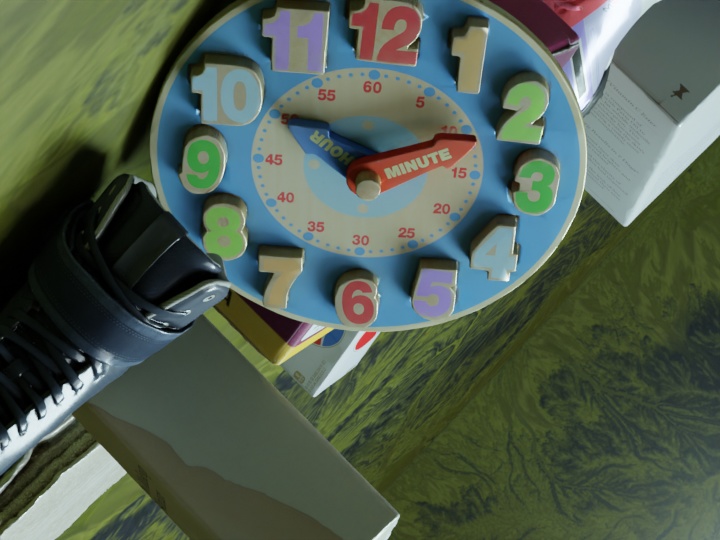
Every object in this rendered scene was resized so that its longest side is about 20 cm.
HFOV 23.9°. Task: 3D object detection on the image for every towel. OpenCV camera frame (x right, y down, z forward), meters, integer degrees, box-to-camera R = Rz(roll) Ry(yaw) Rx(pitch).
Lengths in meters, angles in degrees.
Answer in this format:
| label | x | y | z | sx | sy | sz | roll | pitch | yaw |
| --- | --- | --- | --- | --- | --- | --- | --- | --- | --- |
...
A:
| label | x | y | z | sx | sy | sz | roll | pitch | yaw |
| --- | --- | --- | --- | --- | --- | --- | --- | --- | --- |
| towel | -0.177 | 0.120 | 1.075 | 0.200 | 0.034 | 0.133 | -42 | 170 | -26 |

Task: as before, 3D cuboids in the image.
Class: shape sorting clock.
| label | x | y | z | sx | sy | sz | roll | pitch | yaw |
| --- | --- | --- | --- | --- | --- | --- | --- | --- | --- |
| shape sorting clock | 0.003 | -0.047 | 0.771 | 0.200 | 0.199 | 0.039 | -53 | -161 | 31 |

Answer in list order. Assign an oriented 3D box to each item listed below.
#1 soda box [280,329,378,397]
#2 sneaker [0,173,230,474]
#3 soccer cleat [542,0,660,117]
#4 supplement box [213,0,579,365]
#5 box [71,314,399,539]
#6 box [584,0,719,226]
| label | x | y | z | sx | sy | sz | roll | pitch | yaw |
| --- | --- | --- | --- | --- | --- | --- | --- | --- | --- |
| soda box | 0.000 | 0.000 | 1.218 | 0.064 | 0.068 | 0.200 | -35 | 164 | -47 |
| sneaker | -0.139 | 0.031 | 0.731 | 0.146 | 0.077 | 0.202 | -39 | -177 | 26 |
| soccer cleat | 0.117 | -0.142 | 0.932 | 0.073 | 0.068 | 0.200 | 2 | 140 | -44 |
| supplement box | 0.001 | -0.067 | 0.878 | 0.200 | 0.103 | 0.131 | -52 | 169 | 30 |
| box | -0.078 | 0.093 | 0.898 | 0.078 | 0.200 | 0.095 | -43 | 168 | -16 |
| box | 0.177 | -0.144 | 1.146 | 0.106 | 0.152 | 0.200 | -43 | 169 | -13 |
